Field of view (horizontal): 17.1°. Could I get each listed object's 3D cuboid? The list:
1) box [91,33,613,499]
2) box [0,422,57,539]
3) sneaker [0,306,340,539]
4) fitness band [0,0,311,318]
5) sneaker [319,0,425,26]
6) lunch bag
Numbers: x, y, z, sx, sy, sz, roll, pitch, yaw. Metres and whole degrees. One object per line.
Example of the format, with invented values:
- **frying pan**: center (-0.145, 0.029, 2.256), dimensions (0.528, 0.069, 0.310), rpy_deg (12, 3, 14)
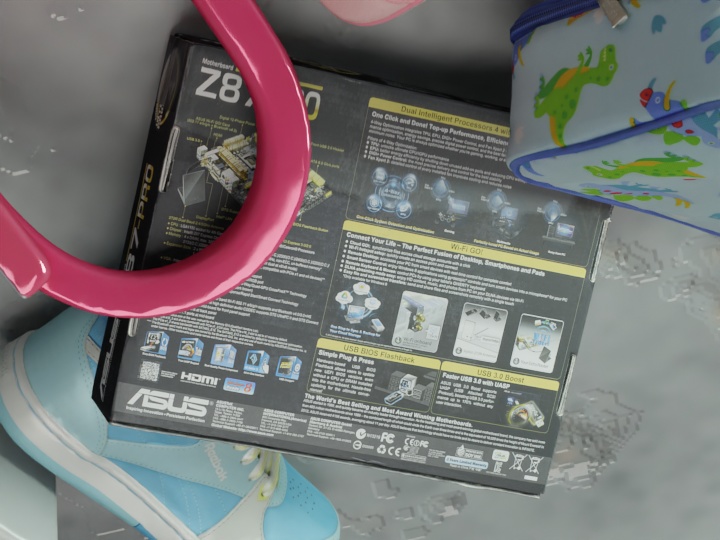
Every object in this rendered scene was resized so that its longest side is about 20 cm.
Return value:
- **box**: center (0.000, 0.000, 1.008), dimensions (0.198, 0.049, 0.163), rpy_deg (10, 98, -18)
- **box**: center (-0.247, 0.082, 1.058), dimensions (0.124, 0.098, 0.200), rpy_deg (-37, 125, 22)
- **sneaker**: center (-0.055, 0.066, 1.086), dimensions (0.199, 0.080, 0.130), rpy_deg (34, 120, -32)
- **fitness band**: center (-0.106, -0.074, 0.929), dimensions (0.143, 0.037, 0.201), rpy_deg (-36, 103, -3)
- **sneaker**: center (0.007, -0.151, 0.865), dimensions (0.104, 0.076, 0.200), rpy_deg (-30, 168, -40)
- **lunch bag**: center (0.164, -0.062, 0.951), dimensions (0.199, 0.083, 0.160), rpy_deg (14, 163, -35)
